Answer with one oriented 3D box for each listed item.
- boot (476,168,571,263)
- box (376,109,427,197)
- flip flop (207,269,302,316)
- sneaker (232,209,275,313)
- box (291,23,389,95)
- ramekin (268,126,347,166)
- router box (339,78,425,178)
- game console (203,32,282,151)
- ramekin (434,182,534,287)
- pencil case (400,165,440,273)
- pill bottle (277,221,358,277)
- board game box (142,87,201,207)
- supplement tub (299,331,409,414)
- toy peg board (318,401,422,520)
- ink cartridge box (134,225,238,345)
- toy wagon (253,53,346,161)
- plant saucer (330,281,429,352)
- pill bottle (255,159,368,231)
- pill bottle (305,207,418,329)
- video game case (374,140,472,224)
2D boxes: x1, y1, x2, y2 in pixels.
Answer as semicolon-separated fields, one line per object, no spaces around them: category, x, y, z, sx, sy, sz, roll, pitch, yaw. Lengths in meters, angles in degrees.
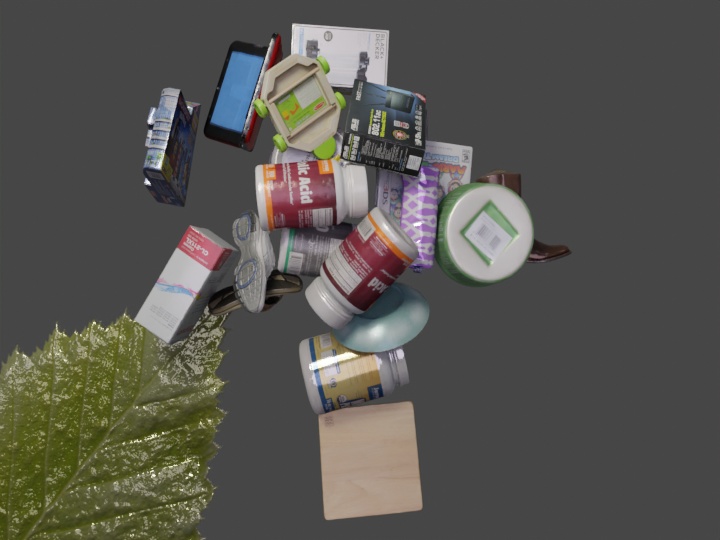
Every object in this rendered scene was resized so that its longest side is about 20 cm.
boot;0.336;-0.115;1.194;0.179;0.064;0.208;-7;88;-5
box;0.084;-0.222;1.186;0.106;0.035;0.208;-1;92;-3
flip flop;-0.207;0.055;1.165;0.194;0.082;0.059;-20;122;-4
sneaker;-0.195;-0.014;1.121;0.072;0.087;0.207;-16;64;27
box;-0.041;-0.419;1.161;0.192;0.060;0.122;4;92;-3
ramekin;-0.089;-0.200;1.148;0.194;0.094;0.211;0;92;-3
router box;0.045;-0.267;1.072;0.144;0.204;0.063;11;134;-4
game console;-0.230;-0.345;1.101;0.115;0.172;0.207;18;91;-7
ramekin;0.235;-0.069;1.110;0.192;0.098;0.208;0;92;-3
pencil case;0.105;-0.099;1.104;0.082;0.084;0.208;5;89;-3
pill bottle;-0.060;-0.041;1.141;0.193;0.113;0.118;9;91;-11
board game box;-0.360;-0.253;1.104;0.059;0.200;0.208;9;77;-4
supplement tub;-0.013;0.185;1.138;0.193;0.145;0.150;-15;92;-2
toy peg board;0.016;0.382;1.183;0.192;0.098;0.207;-4;77;-3
ink cartridge box;-0.329;0.026;1.116;0.081;0.146;0.204;32;90;-2
toy wagon;-0.098;-0.280;1.056;0.154;0.039;0.204;-37;118;-15
plant saucer;0.034;0.072;1.114;0.194;0.203;0.040;-15;125;-2
pill bottle;-0.087;-0.137;1.043;0.192;0.114;0.119;-6;92;-7
pill bottle;0.000;0.000;1.031;0.114;0.114;0.200;44;103;-3
video game case;0.126;-0.164;1.158;0.192;0.024;0.190;5;91;-14
